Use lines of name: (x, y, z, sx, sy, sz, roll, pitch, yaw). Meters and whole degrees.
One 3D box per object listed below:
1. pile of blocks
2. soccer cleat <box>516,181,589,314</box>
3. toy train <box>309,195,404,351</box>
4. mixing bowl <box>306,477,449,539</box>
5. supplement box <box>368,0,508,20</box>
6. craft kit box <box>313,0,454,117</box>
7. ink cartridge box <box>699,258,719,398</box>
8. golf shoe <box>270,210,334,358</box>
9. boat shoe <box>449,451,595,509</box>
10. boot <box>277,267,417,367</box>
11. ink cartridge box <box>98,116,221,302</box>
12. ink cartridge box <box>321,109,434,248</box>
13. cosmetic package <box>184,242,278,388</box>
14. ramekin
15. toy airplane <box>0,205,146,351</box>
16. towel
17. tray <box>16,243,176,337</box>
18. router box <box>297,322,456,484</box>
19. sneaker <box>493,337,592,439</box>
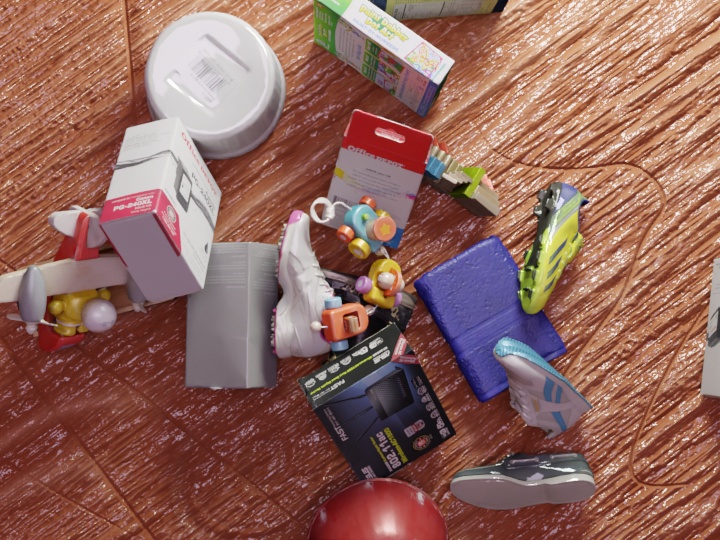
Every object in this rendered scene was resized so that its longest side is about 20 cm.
pile of blocks: (0.118, -0.151, 1.509, 0.200, 0.082, 0.062, 31, 79, -1)
soccer cleat: (0.274, -0.029, 1.498, 0.084, 0.065, 0.200, 22, 70, -15)
toy train: (0.000, 0.000, 1.406, 0.150, 0.056, 0.200, -9, 95, -39)
mixing bowl: (0.029, 0.391, 1.429, 0.200, 0.108, 0.200, -1, 104, -5)
supplement box: (0.103, -0.468, 1.504, 0.199, 0.134, 0.200, -6, 86, -2)
craft kit box: (0.026, -0.298, 1.458, 0.197, 0.200, 0.049, 32, 86, 0)
ink cartridge box: (0.569, 0.087, 1.504, 0.145, 0.084, 0.200, 7, 86, -2)
golf shoe: (-0.070, 0.020, 1.434, 0.091, 0.075, 0.200, 5, 101, 4)
boat shoe: (0.225, 0.288, 1.503, 0.200, 0.073, 0.062, -3, 43, 5)
boot: (-0.033, 0.080, 1.496, 0.200, 0.073, 0.151, 15, 86, -6)
ink cartridge box: (-0.258, -0.084, 1.411, 0.083, 0.145, 0.200, -13, 42, 14)
ink cartridge box: (0.026, -0.136, 1.451, 0.116, 0.200, 0.067, 19, 42, 0)
cosmetic package: (-0.175, 0.062, 1.468, 0.107, 0.090, 0.200, 1, 89, 26)
ramekin: (-0.206, -0.262, 1.499, 0.200, 0.098, 0.201, 0, 86, -2)
toy airplane: (-0.356, 0.016, 1.387, 0.200, 0.199, 0.141, -38, 63, -12)
towel: (0.180, 0.067, 1.516, 0.148, 0.050, 0.200, -29, 87, -11)
tray: (-0.368, 0.019, 1.505, 0.200, 0.037, 0.099, -16, 87, -2)
router box: (0.026, 0.184, 1.435, 0.150, 0.062, 0.200, -31, 131, -3)
sneaker: (0.236, 0.163, 1.453, 0.081, 0.077, 0.200, -45, 126, 5)
